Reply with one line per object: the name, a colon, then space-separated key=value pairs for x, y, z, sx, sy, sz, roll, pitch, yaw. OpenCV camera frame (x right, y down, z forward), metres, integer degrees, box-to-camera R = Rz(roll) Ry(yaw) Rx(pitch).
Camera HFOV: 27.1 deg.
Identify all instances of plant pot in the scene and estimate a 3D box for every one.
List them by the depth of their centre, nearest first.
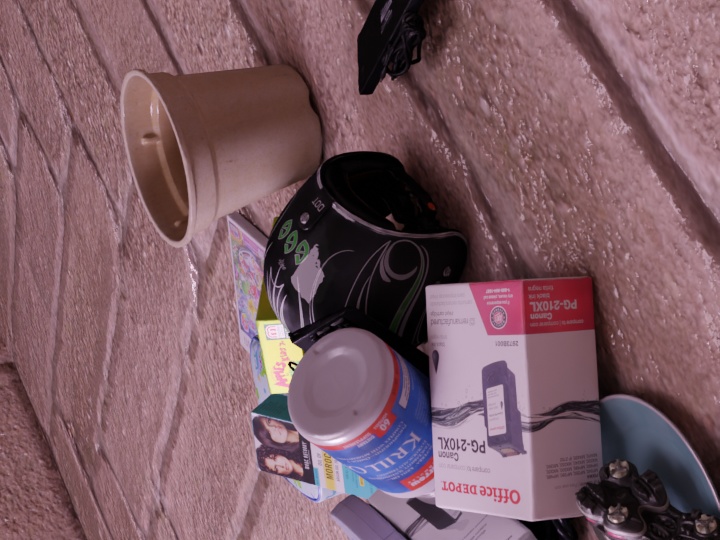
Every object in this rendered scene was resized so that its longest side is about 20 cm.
plant pot: x=-0.150 y=-0.147 z=1.690 sx=0.200 sy=0.182 sz=0.203 roll=44 pitch=143 yaw=47

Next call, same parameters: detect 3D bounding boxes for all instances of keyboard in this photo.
keyboard: x=0.041 y=-0.231 z=1.401 sx=0.200 sy=0.039 sz=0.105 roll=123 pitch=150 yaw=-61
keyboard: x=0.010 y=0.103 z=1.434 sx=0.103 sy=0.199 sz=0.040 roll=-26 pitch=51 yaw=26

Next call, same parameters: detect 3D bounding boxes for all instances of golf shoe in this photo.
golf shoe: x=0.253 y=0.228 z=1.173 sx=0.200 sy=0.077 sz=0.089 roll=44 pitch=164 yaw=50

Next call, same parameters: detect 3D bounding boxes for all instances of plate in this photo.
plate: x=0.250 y=0.197 z=1.249 sx=0.200 sy=0.025 sz=0.202 roll=45 pitch=145 yaw=45

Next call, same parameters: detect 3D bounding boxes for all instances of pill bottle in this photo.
pill bottle: x=0.029 y=0.144 z=1.385 sx=0.200 sy=0.112 sz=0.112 roll=40 pitch=-175 yaw=-45

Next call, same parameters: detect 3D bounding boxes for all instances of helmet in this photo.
helmet: x=0.000 y=0.000 z=1.482 sx=0.200 sy=0.198 sz=0.192 roll=51 pitch=131 yaw=39

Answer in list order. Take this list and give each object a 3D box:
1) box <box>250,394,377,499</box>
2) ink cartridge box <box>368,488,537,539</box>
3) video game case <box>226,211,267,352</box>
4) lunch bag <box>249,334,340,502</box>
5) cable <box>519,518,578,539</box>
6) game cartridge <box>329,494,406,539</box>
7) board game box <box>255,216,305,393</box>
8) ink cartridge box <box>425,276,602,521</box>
box: x=-0.030 y=0.205 z=1.718 sx=0.198 sy=0.049 sz=0.083 roll=10 pitch=119 yaw=30
ink cartridge box: x=0.113 y=0.281 z=1.469 sx=0.145 sy=0.084 sz=0.200 roll=55 pitch=168 yaw=-32
video game case: x=-0.131 y=0.040 z=1.976 sx=0.143 sy=0.018 sz=0.202 roll=39 pitch=139 yaw=51
lunch bag: x=-0.064 y=0.175 z=1.842 sx=0.160 sy=0.082 sz=0.203 roll=22 pitch=126 yaw=61
cable: x=0.145 y=0.187 z=1.439 sx=0.201 sy=0.050 sz=0.164 roll=57 pitch=152 yaw=30
game cartridge: x=0.037 y=0.297 z=1.513 sx=0.134 sy=0.040 sz=0.200 roll=49 pitch=171 yaw=-20
board game box: x=-0.078 y=0.035 z=1.689 sx=0.201 sy=0.047 sz=0.103 roll=-85 pitch=-11 yaw=-55
ink cartridge box: x=0.132 y=0.110 z=1.301 sx=0.144 sy=0.083 sz=0.203 roll=-5 pitch=87 yaw=58
